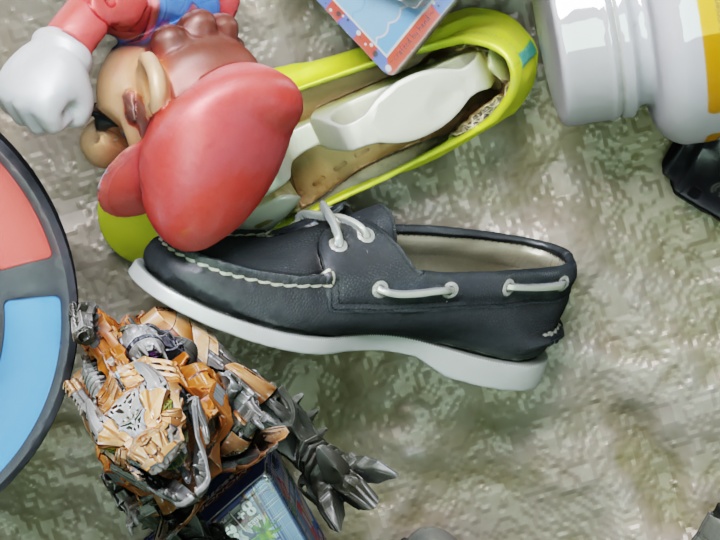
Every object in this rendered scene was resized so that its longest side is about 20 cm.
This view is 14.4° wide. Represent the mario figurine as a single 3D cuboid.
[{"bbox_3d":[-0.099,-0.098,1.120,0.123,0.106,0.200,-13,73,-20],"label":"mario figurine"}]

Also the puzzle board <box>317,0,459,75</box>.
[{"bbox_3d":[0.015,-0.195,1.101,0.151,0.017,0.200,48,125,11],"label":"puzzle board"}]

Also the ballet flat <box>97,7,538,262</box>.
[{"bbox_3d":[-0.019,-0.054,1.176,0.200,0.067,0.067,-23,104,4],"label":"ballet flat"}]

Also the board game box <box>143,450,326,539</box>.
[{"bbox_3d":[-0.049,0.213,1.244,0.200,0.062,0.200,-41,101,8],"label":"board game box"}]

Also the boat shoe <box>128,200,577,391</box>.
[{"bbox_3d":[0.000,0.000,1.165,0.200,0.076,0.060,9,111,-37],"label":"boat shoe"}]

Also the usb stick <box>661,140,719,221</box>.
[{"bbox_3d":[0.223,-0.012,1.213,0.200,0.033,0.056,29,109,-9],"label":"usb stick"}]

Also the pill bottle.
[{"bbox_3d":[0.173,-0.113,1.145,0.200,0.109,0.109,-10,104,-1],"label":"pill bottle"}]

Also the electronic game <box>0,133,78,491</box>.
[{"bbox_3d":[-0.210,0.017,1.114,0.200,0.042,0.200,-1,104,-3],"label":"electronic game"}]

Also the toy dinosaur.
[{"bbox_3d":[-0.066,0.056,1.117,0.102,0.200,0.136,-35,104,23],"label":"toy dinosaur"}]

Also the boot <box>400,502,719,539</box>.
[{"bbox_3d":[0.118,0.145,1.238,0.200,0.068,0.131,43,94,-18],"label":"boot"}]
